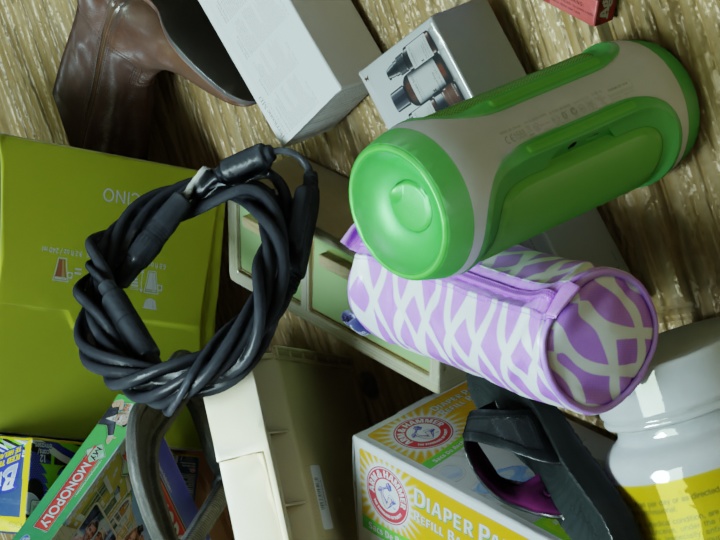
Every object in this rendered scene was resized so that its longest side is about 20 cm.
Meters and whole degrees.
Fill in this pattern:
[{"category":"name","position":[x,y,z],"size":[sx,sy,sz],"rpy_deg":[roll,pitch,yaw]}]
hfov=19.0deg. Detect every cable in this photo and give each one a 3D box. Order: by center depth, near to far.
[{"category":"cable","position":[-0.109,0.005,1.333],"size":[0.162,0.201,0.051],"rpy_deg":[-9,137,21]}]

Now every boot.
[{"category":"boot","position":[-0.144,-0.120,1.507],"size":[0.186,0.064,0.200],"rpy_deg":[48,142,22]}]

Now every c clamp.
[{"category":"c clamp","position":[-0.107,0.143,1.427],"size":[0.027,0.200,0.172],"rpy_deg":[-9,100,15]}]

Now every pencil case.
[{"category":"pencil case","position":[0.072,0.016,1.174],"size":[0.200,0.084,0.086],"rpy_deg":[18,151,52]}]

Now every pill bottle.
[{"category":"pill bottle","position":[0.200,0.134,1.182],"size":[0.114,0.114,0.201],"rpy_deg":[-12,100,52]}]

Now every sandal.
[{"category":"sandal","position":[0.095,0.108,1.217],"size":[0.201,0.048,0.076],"rpy_deg":[-129,21,-54]}]

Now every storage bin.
[{"category":"storage bin","position":[-0.053,0.158,1.391],"size":[0.093,0.198,0.201],"rpy_deg":[-15,81,15]}]

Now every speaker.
[{"category":"speaker","position":[0.089,-0.061,1.140],"size":[0.088,0.200,0.089],"rpy_deg":[26,127,40]}]

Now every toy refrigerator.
[{"category":"toy refrigerator","position":[0.000,0.000,1.387],"size":[0.200,0.070,0.076],"rpy_deg":[28,129,39]}]

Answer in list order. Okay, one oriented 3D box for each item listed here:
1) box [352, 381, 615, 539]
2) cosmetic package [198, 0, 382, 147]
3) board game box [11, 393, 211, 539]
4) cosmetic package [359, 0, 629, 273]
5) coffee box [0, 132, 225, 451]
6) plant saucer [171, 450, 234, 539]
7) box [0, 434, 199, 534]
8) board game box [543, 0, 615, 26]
[{"category":"box","position":[0.100,0.157,1.315],"size":[0.200,0.112,0.102],"rpy_deg":[25,128,42]},{"category":"cosmetic package","position":[-0.063,-0.187,1.379],"size":[0.083,0.051,0.201],"rpy_deg":[-39,78,50]},{"category":"board game box","position":[-0.157,0.198,1.439],"size":[0.029,0.135,0.200],"rpy_deg":[15,144,29]},{"category":"cosmetic package","position":[0.080,-0.050,1.268],"size":[0.082,0.051,0.201],"rpy_deg":[-33,83,54]},{"category":"coffee box","position":[-0.233,0.017,1.520],"size":[0.197,0.199,0.201],"rpy_deg":[-1,82,50]},{"category":"plant saucer","position":[-0.146,0.200,1.613],"size":[0.200,0.032,0.201],"rpy_deg":[29,130,40]},{"category":"box","position":[-0.193,0.149,1.463],"size":[0.070,0.200,0.065],"rpy_deg":[0,82,28]},{"category":"board game box","position":[0.072,-0.224,1.225],"size":[0.200,0.019,0.103],"rpy_deg":[33,130,36]}]
